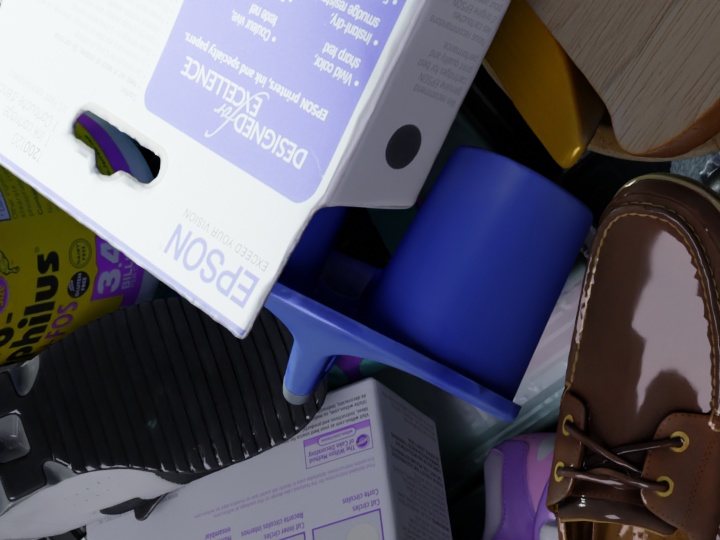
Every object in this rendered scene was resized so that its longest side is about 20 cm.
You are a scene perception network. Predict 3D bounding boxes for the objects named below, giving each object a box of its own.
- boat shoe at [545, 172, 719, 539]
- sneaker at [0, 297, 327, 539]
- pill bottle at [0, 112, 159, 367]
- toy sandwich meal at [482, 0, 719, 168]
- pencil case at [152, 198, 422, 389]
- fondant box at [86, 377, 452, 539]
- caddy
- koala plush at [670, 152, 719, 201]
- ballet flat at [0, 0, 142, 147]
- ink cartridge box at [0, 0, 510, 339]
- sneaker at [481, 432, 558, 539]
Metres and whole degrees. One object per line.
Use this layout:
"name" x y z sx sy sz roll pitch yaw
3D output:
"boat shoe" 0.102 0.068 0.767 0.072 0.068 0.200 11 112 30
"sneaker" -0.109 0.067 0.901 0.200 0.089 0.074 -15 74 1
"pill bottle" -0.180 -0.005 0.872 0.104 0.200 0.104 11 107 40
"toy sandwich meal" 0.081 -0.119 0.664 0.205 0.070 0.205 4 96 44
"pencil case" -0.054 0.038 0.958 0.200 0.085 0.092 -32 124 33
"fondant box" -0.032 0.160 0.888 0.144 0.058 0.200 -20 57 22
"caddy" 0.000 0.000 0.777 0.141 0.200 0.105 28 89 2
"koala plush" 0.187 -0.050 0.784 0.177 0.184 0.200 60 143 5
"ballet flat" -0.071 -0.082 0.930 0.200 0.062 0.067 20 133 27
"ink cartridge box" -0.034 -0.099 0.696 0.198 0.043 0.200 34 98 46
"sneaker" 0.085 0.154 0.948 0.088 0.080 0.200 19 115 46
